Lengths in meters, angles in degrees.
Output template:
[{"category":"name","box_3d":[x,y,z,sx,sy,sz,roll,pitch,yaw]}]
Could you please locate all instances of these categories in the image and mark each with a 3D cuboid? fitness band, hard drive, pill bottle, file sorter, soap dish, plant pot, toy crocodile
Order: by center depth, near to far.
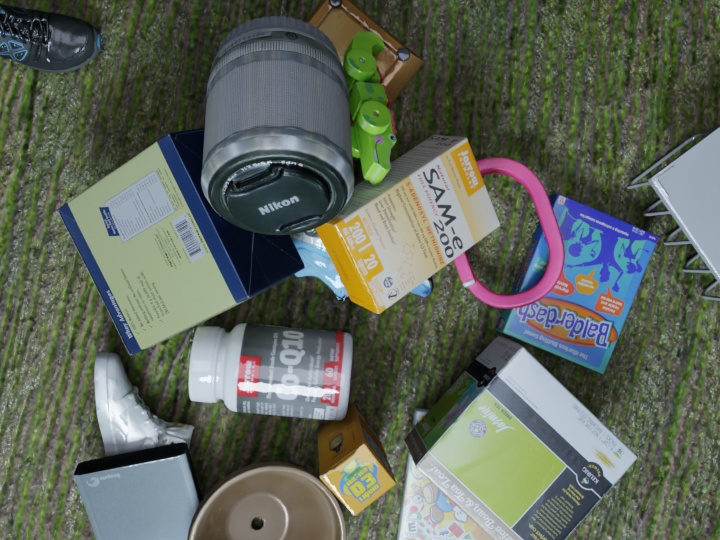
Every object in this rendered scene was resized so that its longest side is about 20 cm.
[{"category":"toy crocodile","box_3d":[0.010,-0.194,0.889,0.061,0.068,0.201,0,62,-22]},{"category":"pill bottle","box_3d":[-0.113,0.128,0.968,0.198,0.114,0.115,5,91,-3]},{"category":"hard drive","box_3d":[-0.270,0.321,0.972,0.138,0.033,0.201,-10,113,-3]},{"category":"plant pot","box_3d":[-0.126,0.339,0.974,0.199,0.093,0.203,-1,92,-19]},{"category":"soap dish","box_3d":[-0.036,-0.248,0.979,0.157,0.081,0.200,38,88,-3]},{"category":"file sorter","box_3d":[0.467,-0.075,0.989,0.138,0.125,0.201,-36,93,-1]},{"category":"fitness band","box_3d":[0.186,-0.050,0.993,0.143,0.037,0.201,-19,81,12]}]

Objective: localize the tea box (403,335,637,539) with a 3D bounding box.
[{"category":"tea box","box_3d":[0.194,0.226,0.957,0.200,0.134,0.197,44,88,-4]}]

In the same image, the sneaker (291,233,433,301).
[{"category":"sneaker","box_3d":[0.000,0.000,1.004,0.199,0.078,0.091,17,110,0]}]

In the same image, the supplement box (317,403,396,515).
[{"category":"supplement box","box_3d":[-0.009,0.228,0.934,0.066,0.200,0.069,-37,93,-1]}]

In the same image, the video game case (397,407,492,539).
[{"category":"video game case","box_3d":[0.160,0.292,1.034,0.198,0.023,0.184,8,91,-3]}]

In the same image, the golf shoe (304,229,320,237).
[{"category":"golf shoe","box_3d":[-0.086,-0.101,0.974,0.200,0.088,0.077,43,105,30]}]

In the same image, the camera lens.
[{"category":"camera lens","box_3d":[-0.090,-0.153,0.824,0.159,0.160,0.201,-2,60,-3]}]

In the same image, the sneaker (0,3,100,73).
[{"category":"sneaker","box_3d":[-0.435,-0.297,0.955,0.198,0.082,0.074,2,90,-4]}]

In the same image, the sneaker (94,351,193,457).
[{"category":"sneaker","box_3d":[-0.277,0.195,0.987,0.115,0.074,0.202,-8,102,-4]}]

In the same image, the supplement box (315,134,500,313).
[{"category":"supplement box","box_3d":[0.057,-0.059,0.904,0.199,0.073,0.127,-35,115,-18]}]

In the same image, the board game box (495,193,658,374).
[{"category":"board game box","box_3d":[0.292,0.018,1.022,0.151,0.045,0.201,21,91,-3]}]

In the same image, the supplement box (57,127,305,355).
[{"category":"supplement box","box_3d":[-0.214,-0.038,0.909,0.199,0.134,0.201,-24,93,29]}]
